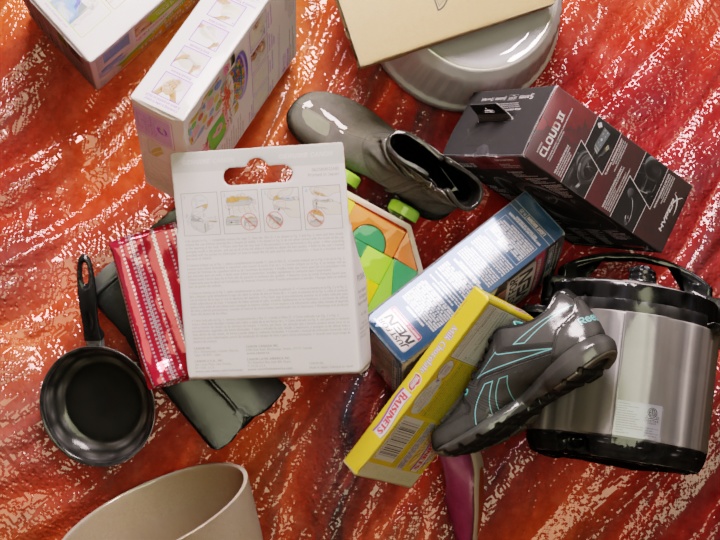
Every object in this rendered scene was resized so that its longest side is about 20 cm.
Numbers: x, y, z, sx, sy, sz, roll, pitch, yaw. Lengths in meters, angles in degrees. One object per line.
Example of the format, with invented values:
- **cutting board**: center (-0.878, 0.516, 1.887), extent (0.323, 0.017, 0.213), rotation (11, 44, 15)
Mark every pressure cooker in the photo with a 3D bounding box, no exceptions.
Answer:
- **pressure cooker**: center (0.252, 0.084, 1.325), extent (0.175, 0.178, 0.203), rotation (14, 80, -39)

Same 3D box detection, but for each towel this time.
- **towel**: center (-0.119, 0.016, 1.303), extent (0.198, 0.022, 0.146), rotation (-16, 91, -10)

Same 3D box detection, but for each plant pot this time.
- **plant pot**: center (-0.154, 0.308, 1.273), extent (0.186, 0.187, 0.202), rotation (-22, 103, -8)

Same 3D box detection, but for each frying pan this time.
- **frying pan**: center (-0.261, 0.092, 1.320), extent (0.114, 0.031, 0.192), rotation (-24, 93, 12)

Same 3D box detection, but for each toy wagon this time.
- **toy wagon**: center (0.000, 0.000, 1.361), extent (0.199, 0.040, 0.156), rotation (28, 91, -10)

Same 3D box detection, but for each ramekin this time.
- **ramekin**: center (0.108, -0.262, 1.379), extent (0.200, 0.094, 0.205), rotation (1, 86, -8)

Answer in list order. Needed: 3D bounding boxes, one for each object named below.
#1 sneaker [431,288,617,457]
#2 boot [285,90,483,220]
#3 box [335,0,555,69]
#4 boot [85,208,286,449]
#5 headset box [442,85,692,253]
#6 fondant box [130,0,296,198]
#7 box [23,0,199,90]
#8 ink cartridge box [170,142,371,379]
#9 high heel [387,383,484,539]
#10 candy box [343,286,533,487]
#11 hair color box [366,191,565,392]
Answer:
- **sneaker**: center (0.137, 0.096, 1.258), extent (0.199, 0.075, 0.080), rotation (-38, 67, 23)
- **boot**: center (0.025, -0.119, 1.339), extent (0.199, 0.131, 0.068), rotation (31, 83, -4)
- **box**: center (0.064, -0.296, 1.318), extent (0.198, 0.021, 0.165), rotation (-19, 88, -7)
- **boot**: center (-0.140, 0.046, 1.335), extent (0.164, 0.066, 0.200), rotation (-40, 87, 2)
- **headset box**: center (0.185, -0.099, 1.320), extent (0.199, 0.148, 0.078), rotation (32, 80, -24)
- **fondant box**: center (-0.129, -0.180, 1.287), extent (0.058, 0.145, 0.201), rotation (25, 64, 10)
- **box**: center (-0.211, -0.283, 1.330), extent (0.200, 0.112, 0.101), rotation (-43, 90, -9)
- **ink cartridge box**: center (-0.078, -0.007, 1.238), extent (0.161, 0.057, 0.203), rotation (-3, 94, 11)
- **high heel**: center (0.069, 0.171, 1.367), extent (0.095, 0.067, 0.203), rotation (-4, 85, 11)
- **candy box**: center (0.074, 0.109, 1.282), extent (0.026, 0.102, 0.201), rotation (42, 100, 32)
- **hair color box**: center (0.096, 0.024, 1.315), extent (0.199, 0.100, 0.061), rotation (-37, 71, -14)
